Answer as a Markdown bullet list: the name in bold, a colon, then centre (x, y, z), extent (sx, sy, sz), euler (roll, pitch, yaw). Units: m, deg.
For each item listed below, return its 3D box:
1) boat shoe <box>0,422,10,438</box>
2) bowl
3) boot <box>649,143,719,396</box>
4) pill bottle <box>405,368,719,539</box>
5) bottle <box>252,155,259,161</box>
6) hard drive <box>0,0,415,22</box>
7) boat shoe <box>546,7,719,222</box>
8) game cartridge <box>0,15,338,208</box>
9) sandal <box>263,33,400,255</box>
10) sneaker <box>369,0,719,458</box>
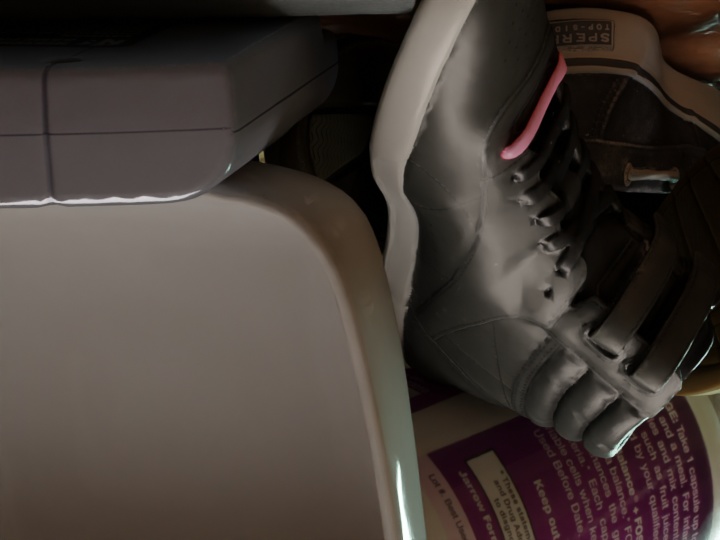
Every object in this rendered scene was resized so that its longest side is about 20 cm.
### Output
- **boat shoe**: centre (-0.070, 0.058, 0.785), extent (0.073, 0.068, 0.199), euler (2, 163, 38)
- **bowl**: centre (-0.070, 0.053, 0.654), extent (0.199, 0.201, 0.075), euler (2, -157, 22)
- **boot**: centre (0.191, -0.024, 0.729), extent (0.154, 0.072, 0.200), euler (1, 145, -40)
- **pill bottle**: centre (0.052, 0.075, 0.777), extent (0.199, 0.113, 0.112), euler (-19, -175, -40)
- **bottle**: centre (-0.129, -0.034, 0.756), extent (0.199, 0.066, 0.083), euler (6, 170, -42)
- **hard drive**: centre (-0.085, -0.087, 0.522), extent (0.199, 0.033, 0.140), euler (-1, 172, -1)
- **boat shoe**: centre (0.090, -0.034, 0.794), extent (0.071, 0.068, 0.200), euler (-4, 171, 14)
- **game cartridge**: centre (-0.116, -0.045, 0.589), extent (0.199, 0.042, 0.133), euler (2, -162, 12)
- **sandal**: centre (0.009, -0.031, 0.769), extent (0.054, 0.082, 0.200), euler (5, 176, 26)
- **sneaker**: centre (0.058, -0.019, 0.649), extent (0.099, 0.071, 0.200), euler (25, 150, 15)
